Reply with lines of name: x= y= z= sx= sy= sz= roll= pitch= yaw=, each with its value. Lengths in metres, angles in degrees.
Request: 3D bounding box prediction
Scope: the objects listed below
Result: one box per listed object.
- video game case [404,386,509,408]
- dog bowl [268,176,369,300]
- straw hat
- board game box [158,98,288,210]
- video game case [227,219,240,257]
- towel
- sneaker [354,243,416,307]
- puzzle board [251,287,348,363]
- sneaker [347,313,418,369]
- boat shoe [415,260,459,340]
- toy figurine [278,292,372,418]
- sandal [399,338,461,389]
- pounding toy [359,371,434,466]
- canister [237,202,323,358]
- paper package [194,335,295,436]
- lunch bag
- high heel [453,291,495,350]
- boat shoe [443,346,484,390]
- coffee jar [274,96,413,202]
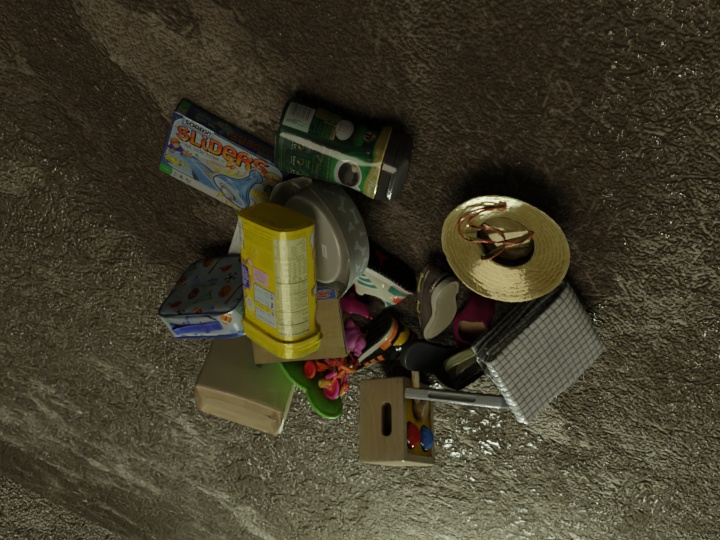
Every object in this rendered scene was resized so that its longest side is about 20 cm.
video game case: x=0.196 y=0.237 z=1.266 sx=0.177 sy=0.023 sz=0.199 roll=2 pitch=170 yaw=24
dog bowl: x=-0.063 y=-0.056 z=1.070 sx=0.198 sy=0.058 sz=0.205 roll=33 pitch=139 yaw=35
straw hat: x=0.222 y=-0.056 z=1.028 sx=0.195 sy=0.086 sz=0.205 roll=11 pitch=133 yaw=12
board game box: x=-0.217 y=-0.171 z=1.097 sx=0.196 sy=0.035 sz=0.136 roll=26 pitch=138 yaw=-10
video game case: x=-0.160 y=-0.005 z=1.255 sx=0.177 sy=0.036 sz=0.202 roll=24 pitch=138 yaw=-5
towel: x=0.293 y=0.130 z=1.134 sx=0.167 sy=0.199 sz=0.085 roll=51 pitch=174 yaw=-28
sneaker: x=0.000 y=0.000 z=1.177 sx=0.197 sy=0.072 sz=0.093 roll=32 pitch=131 yaw=-20
puzzle board: x=-0.120 y=0.087 z=1.238 sx=0.194 sy=0.017 sz=0.156 roll=-8 pitch=93 yaw=25
sneaker: x=0.036 y=0.160 z=1.340 sx=0.088 sy=0.072 sz=0.200 roll=25 pitch=141 yaw=-19
boat shoe: x=0.129 y=0.056 z=1.201 sx=0.060 sy=0.071 sz=0.202 roll=49 pitch=162 yaw=25
toy figurine: x=-0.045 y=0.138 z=1.272 sx=0.147 sy=0.203 sz=0.185 roll=9 pitch=131 yaw=-42
sandal: x=0.147 y=0.170 z=1.300 sx=0.198 sy=0.078 sz=0.043 roll=28 pitch=180 yaw=-37
pounding toy: x=0.087 y=0.282 z=1.366 sx=0.138 sy=0.207 sz=0.183 roll=-9 pitch=160 yaw=28
canister: x=-0.127 y=0.012 z=1.054 sx=0.147 sy=0.085 sz=0.206 roll=23 pitch=122 yaw=43
paper package: x=-0.217 y=0.199 z=1.370 sx=0.185 sy=0.204 sz=0.105 roll=17 pitch=140 yaw=-1
lunch bag: x=-0.257 y=0.052 z=1.203 sx=0.195 sy=0.163 sz=0.077 roll=-6 pitch=132 yaw=28
high heel: x=0.196 y=0.108 z=1.205 sx=0.065 sy=0.098 sz=0.203 roll=9 pitch=138 yaw=8
boat shoe: x=0.246 y=0.156 z=1.224 sx=0.197 sy=0.068 sz=0.071 roll=-26 pitch=160 yaw=17
coffee jar: x=-0.023 y=-0.173 z=0.987 sx=0.194 sy=0.087 sz=0.105 roll=18 pitch=145 yaw=2
